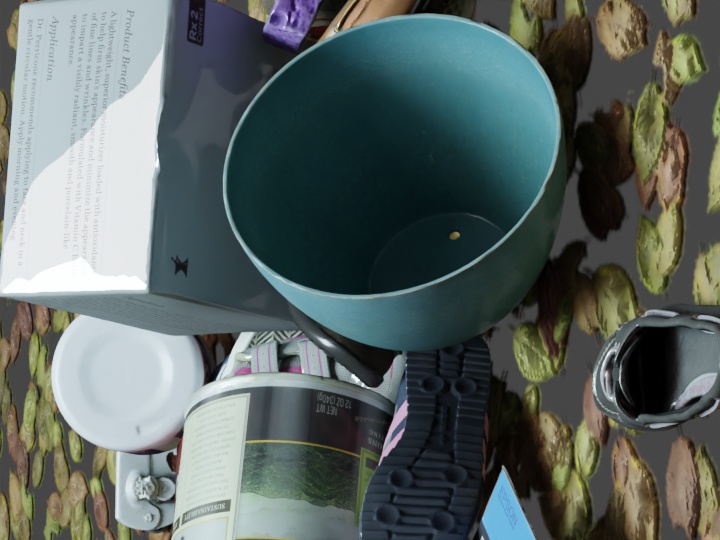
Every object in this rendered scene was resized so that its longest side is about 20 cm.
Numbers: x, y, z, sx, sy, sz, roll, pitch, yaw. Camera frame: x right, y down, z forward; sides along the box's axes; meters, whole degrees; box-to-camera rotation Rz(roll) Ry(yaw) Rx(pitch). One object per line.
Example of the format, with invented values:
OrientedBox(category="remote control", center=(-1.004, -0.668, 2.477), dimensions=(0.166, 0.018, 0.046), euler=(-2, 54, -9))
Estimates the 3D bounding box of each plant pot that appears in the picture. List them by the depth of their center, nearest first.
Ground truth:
OrientedBox(category="plant pot", center=(0.034, -0.030, 1.513), dimensions=(0.135, 0.199, 0.201), euler=(65, -176, -51))

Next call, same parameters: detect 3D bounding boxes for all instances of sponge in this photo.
OrientedBox(category="sponge", center=(-0.008, -0.235, 1.635), dimensions=(0.112, 0.030, 0.201), euler=(141, 154, -85))

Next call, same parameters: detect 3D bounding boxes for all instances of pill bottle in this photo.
OrientedBox(category="pill bottle", center=(-0.165, 0.083, 1.936), dimensions=(0.200, 0.111, 0.112), euler=(78, -169, -84))

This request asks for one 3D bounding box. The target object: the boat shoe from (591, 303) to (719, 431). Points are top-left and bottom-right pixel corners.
OrientedBox(category="boat shoe", center=(0.163, 0.048, 1.343), dimensions=(0.200, 0.057, 0.067), euler=(166, 104, -64))

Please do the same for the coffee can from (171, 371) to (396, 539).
OrientedBox(category="coffee can", center=(-0.048, 0.183, 1.584), dimensions=(0.146, 0.146, 0.201), euler=(136, 144, -57))

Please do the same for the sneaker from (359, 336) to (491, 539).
OrientedBox(category="sneaker", center=(0.043, 0.129, 1.539), dimensions=(0.201, 0.070, 0.082), euler=(-71, -12, -45))

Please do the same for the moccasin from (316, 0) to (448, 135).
OrientedBox(category="moccasin", center=(0.021, -0.184, 1.591), dimensions=(0.078, 0.074, 0.202), euler=(32, 102, 15))

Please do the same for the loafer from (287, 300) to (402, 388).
OrientedBox(category="loafer", center=(0.000, 0.000, 1.635), dimensions=(0.071, 0.073, 0.200), euler=(-44, 24, 18))

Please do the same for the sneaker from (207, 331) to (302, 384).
OrientedBox(category="sneaker", center=(-0.073, 0.072, 1.844), dimensions=(0.085, 0.075, 0.201), euler=(-108, 34, -51))

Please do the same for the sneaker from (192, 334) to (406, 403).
OrientedBox(category="sneaker", center=(-0.038, 0.083, 1.713), dimensions=(0.200, 0.088, 0.082), euler=(-33, 57, 36))

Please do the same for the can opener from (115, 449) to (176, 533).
OrientedBox(category="can opener", center=(-0.176, 0.113, 2.085), dimensions=(0.066, 0.052, 0.201), euler=(178, 94, -66))

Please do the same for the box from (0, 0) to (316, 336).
OrientedBox(category="box", center=(-0.124, -0.067, 1.701), dimensions=(0.130, 0.200, 0.200), euler=(-2, 80, 32))

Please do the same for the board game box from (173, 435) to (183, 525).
OrientedBox(category="board game box", center=(-0.119, 0.212, 1.801), dimensions=(0.103, 0.019, 0.201), euler=(121, 151, -73))

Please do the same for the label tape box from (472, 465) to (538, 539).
OrientedBox(category="label tape box", center=(0.097, 0.232, 1.466), dimensions=(0.145, 0.063, 0.201), euler=(-114, 36, -45))

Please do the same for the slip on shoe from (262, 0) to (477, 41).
OrientedBox(category="slip on shoe", center=(0.014, -0.173, 1.690), dimensions=(0.200, 0.061, 0.074), euler=(10, 74, 53))
